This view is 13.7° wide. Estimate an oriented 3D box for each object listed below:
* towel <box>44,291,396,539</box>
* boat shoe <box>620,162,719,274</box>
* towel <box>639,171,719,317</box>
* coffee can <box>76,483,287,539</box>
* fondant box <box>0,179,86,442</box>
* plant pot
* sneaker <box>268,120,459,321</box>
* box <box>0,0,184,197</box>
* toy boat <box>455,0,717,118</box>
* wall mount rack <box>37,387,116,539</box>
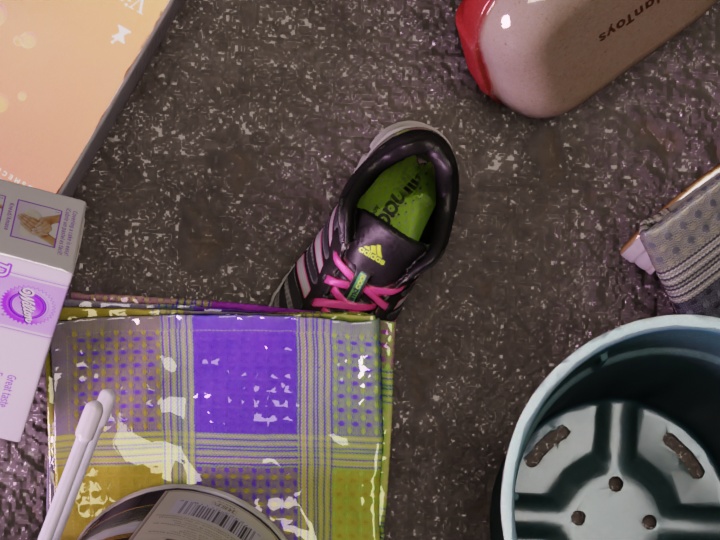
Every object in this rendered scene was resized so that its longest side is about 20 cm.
[{"bbox_3d":[-0.082,0.089,1.683,0.199,0.023,0.144,3,96,6],"label":"towel"},{"bbox_3d":[0.246,-0.045,1.751,0.200,0.071,0.069,-32,88,-11],"label":"boat shoe"},{"bbox_3d":[0.273,-0.012,1.729,0.200,0.035,0.193,-36,118,-6],"label":"towel"},{"bbox_3d":[-0.109,0.207,1.590,0.146,0.200,0.147,1,99,6],"label":"coffee can"},{"bbox_3d":[-0.261,0.005,1.615,0.200,0.144,0.058,14,45,-9],"label":"fondant box"},{"bbox_3d":[0.158,0.134,1.654,0.200,0.196,0.201,1,83,-8],"label":"plant pot"},{"bbox_3d":[0.000,0.000,1.705,0.074,0.087,0.200,28,81,-3],"label":"sneaker"},{"bbox_3d":[-0.200,-0.131,1.687,0.152,0.106,0.200,29,80,-3],"label":"box"},{"bbox_3d":[0.127,-0.193,1.743,0.200,0.131,0.131,-36,59,-10],"label":"toy boat"},{"bbox_3d":[-0.194,0.139,1.600,0.174,0.200,0.075,-30,92,-1],"label":"wall mount rack"}]
